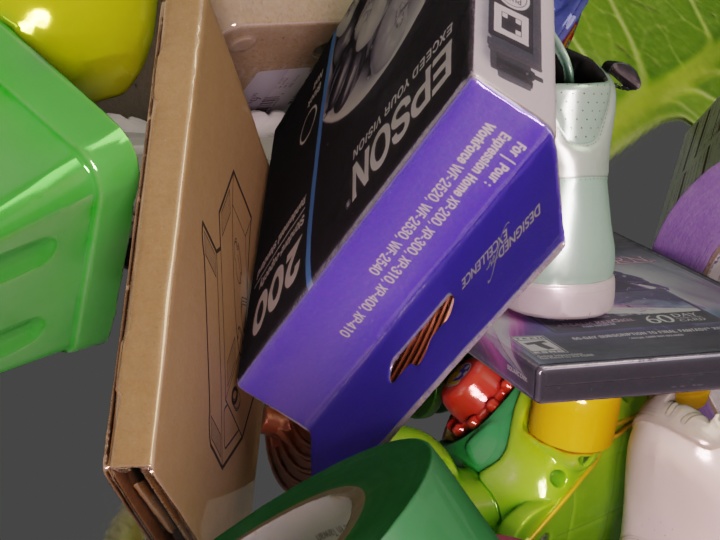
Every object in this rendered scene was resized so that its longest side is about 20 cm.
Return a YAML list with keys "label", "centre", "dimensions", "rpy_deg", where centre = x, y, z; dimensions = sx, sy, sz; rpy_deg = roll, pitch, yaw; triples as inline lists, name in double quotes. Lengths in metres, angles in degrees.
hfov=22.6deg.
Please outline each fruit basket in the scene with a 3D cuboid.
- label: "fruit basket"
  centre: [-0.158, -0.077, 0.739]
  dimensions: [0.214, 0.156, 0.217]
  rpy_deg: [8, 51, -10]

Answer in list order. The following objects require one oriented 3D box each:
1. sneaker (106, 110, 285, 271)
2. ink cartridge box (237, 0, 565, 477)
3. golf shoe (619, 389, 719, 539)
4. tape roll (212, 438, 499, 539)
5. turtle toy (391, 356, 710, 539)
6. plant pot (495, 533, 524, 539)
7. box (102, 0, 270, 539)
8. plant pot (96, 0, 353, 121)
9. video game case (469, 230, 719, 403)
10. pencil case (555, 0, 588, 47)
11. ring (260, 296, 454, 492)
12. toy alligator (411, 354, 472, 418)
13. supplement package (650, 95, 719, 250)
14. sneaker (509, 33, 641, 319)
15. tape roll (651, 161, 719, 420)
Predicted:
- label: "sneaker"
  centre: [-0.079, -0.026, 0.861]
  dimensions: [0.199, 0.075, 0.082]
  rpy_deg: [-5, 74, -39]
- label: "ink cartridge box"
  centre: [0.012, -0.036, 0.681]
  dimensions: [0.043, 0.198, 0.201]
  rpy_deg: [18, 48, -18]
- label: "golf shoe"
  centre: [0.134, 0.145, 0.762]
  dimensions: [0.078, 0.201, 0.097]
  rpy_deg: [24, 51, 41]
- label: "tape roll"
  centre: [-0.045, 0.132, 0.563]
  dimensions: [0.048, 0.200, 0.200]
  rpy_deg: [54, 37, -5]
- label: "turtle toy"
  centre: [0.069, 0.094, 0.804]
  dimensions: [0.101, 0.147, 0.199]
  rpy_deg: [25, 25, 37]
- label: "plant pot"
  centre: [0.040, 0.196, 0.636]
  dimensions: [0.199, 0.200, 0.179]
  rpy_deg: [28, 23, -14]
- label: "box"
  centre: [-0.061, 0.019, 0.719]
  dimensions: [0.021, 0.164, 0.201]
  rpy_deg: [-2, 61, 9]
- label: "plant pot"
  centre: [-0.059, -0.166, 0.901]
  dimensions: [0.199, 0.200, 0.178]
  rpy_deg: [-8, 71, -33]
- label: "video game case"
  centre: [0.098, 0.015, 0.804]
  dimensions: [0.142, 0.019, 0.200]
  rpy_deg: [-3, 17, -21]
- label: "pencil case"
  centre: [0.051, -0.199, 1.120]
  dimensions: [0.200, 0.078, 0.087]
  rpy_deg: [41, 35, 2]
- label: "ring"
  centre: [0.000, 0.000, 0.774]
  dimensions: [0.019, 0.201, 0.201]
  rpy_deg: [20, 41, -20]
- label: "toy alligator"
  centre: [0.053, 0.039, 0.894]
  dimensions: [0.199, 0.059, 0.054]
  rpy_deg: [-11, 59, -45]
- label: "supplement package"
  centre: [0.302, -0.027, 1.126]
  dimensions: [0.200, 0.111, 0.156]
  rpy_deg: [34, 37, -5]
- label: "sneaker"
  centre: [0.060, -0.061, 0.816]
  dimensions: [0.073, 0.119, 0.200]
  rpy_deg: [-3, 16, -24]
- label: "tape roll"
  centre: [0.232, 0.033, 0.860]
  dimensions: [0.065, 0.200, 0.201]
  rpy_deg: [-14, 61, -44]
